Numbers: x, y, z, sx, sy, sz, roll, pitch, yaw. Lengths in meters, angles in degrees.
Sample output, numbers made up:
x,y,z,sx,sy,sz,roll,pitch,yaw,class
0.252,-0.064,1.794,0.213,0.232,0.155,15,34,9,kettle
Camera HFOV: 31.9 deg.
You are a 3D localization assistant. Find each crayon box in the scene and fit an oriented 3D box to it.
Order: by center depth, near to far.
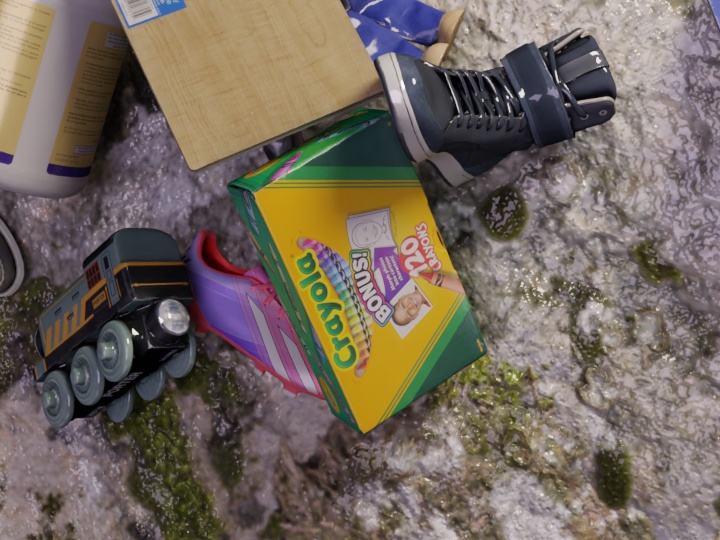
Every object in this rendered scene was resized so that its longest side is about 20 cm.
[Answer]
x,y,z,sx,sy,sz,roll,pitch,yaw,class
0.000,0.000,0.912,0.118,0.058,0.202,-31,111,-17,crayon box

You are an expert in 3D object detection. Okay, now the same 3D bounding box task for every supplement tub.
x,y,z,sx,sy,sz,roll,pitch,yaw,class
-0.262,-0.174,1.001,0.144,0.145,0.203,22,99,15,supplement tub

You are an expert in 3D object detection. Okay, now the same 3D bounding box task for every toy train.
x,y,z,sx,sy,sz,roll,pitch,yaw,class
-0.201,0.050,1.009,0.199,0.084,0.116,-35,64,44,toy train

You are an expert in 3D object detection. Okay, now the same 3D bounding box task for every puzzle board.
x,y,z,sx,sy,sz,roll,pitch,yaw,class
-0.090,-0.179,0.888,0.149,0.017,0.202,-23,72,-13,puzzle board

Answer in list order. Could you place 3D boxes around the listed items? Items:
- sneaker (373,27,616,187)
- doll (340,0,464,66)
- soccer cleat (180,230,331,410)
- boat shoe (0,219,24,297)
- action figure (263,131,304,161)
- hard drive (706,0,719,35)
x,y,z,sx,sy,sz,roll,pitch,yaw,class
0.096,-0.125,0.865,0.144,0.202,0.078,-21,78,16,sneaker
-0.024,-0.206,0.943,0.198,0.137,0.049,25,144,2,doll
-0.066,0.042,0.997,0.198,0.067,0.077,28,103,17,soccer cleat
-0.376,-0.047,1.090,0.201,0.060,0.072,41,104,11,boat shoe
-0.065,-0.116,0.957,0.069,0.130,0.202,-24,101,12,action figure
0.335,-0.188,0.830,0.198,0.133,0.025,-21,131,18,hard drive
